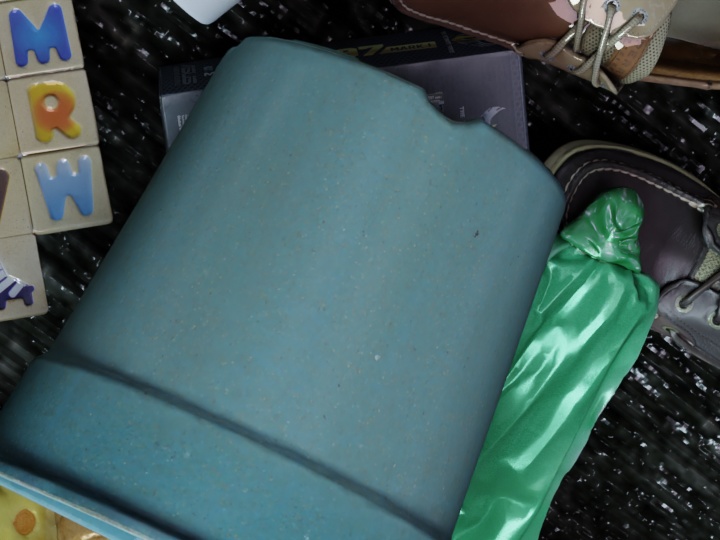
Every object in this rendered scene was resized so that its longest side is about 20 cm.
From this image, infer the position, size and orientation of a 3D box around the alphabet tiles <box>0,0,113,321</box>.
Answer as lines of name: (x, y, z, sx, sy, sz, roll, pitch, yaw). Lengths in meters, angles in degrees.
alphabet tiles: (-0.193, -0.070, 0.989, 0.166, 0.006, 0.201, -9, 77, -12)

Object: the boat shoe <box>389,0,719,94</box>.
boat shoe: (0.102, -0.113, 0.999, 0.199, 0.072, 0.076, 1, 140, -25)

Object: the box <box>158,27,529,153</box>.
box: (0.000, 0.000, 1.078, 0.157, 0.051, 0.201, -8, 111, -2)

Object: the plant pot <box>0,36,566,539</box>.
plant pot: (-0.025, 0.028, 0.946, 0.200, 0.200, 0.197, 27, 81, -15)

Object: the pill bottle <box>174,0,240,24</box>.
pill bottle: (-0.009, -0.191, 0.971, 0.200, 0.112, 0.112, -38, 110, 9)

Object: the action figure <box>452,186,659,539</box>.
action figure: (0.065, 0.047, 1.039, 0.118, 0.055, 0.200, 24, 116, -18)

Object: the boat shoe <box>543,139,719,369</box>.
boat shoe: (0.162, 0.005, 1.071, 0.200, 0.065, 0.073, 28, 87, -27)

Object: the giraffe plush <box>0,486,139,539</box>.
giraffe plush: (-0.144, 0.121, 1.075, 0.162, 0.173, 0.201, -22, 77, -8)
